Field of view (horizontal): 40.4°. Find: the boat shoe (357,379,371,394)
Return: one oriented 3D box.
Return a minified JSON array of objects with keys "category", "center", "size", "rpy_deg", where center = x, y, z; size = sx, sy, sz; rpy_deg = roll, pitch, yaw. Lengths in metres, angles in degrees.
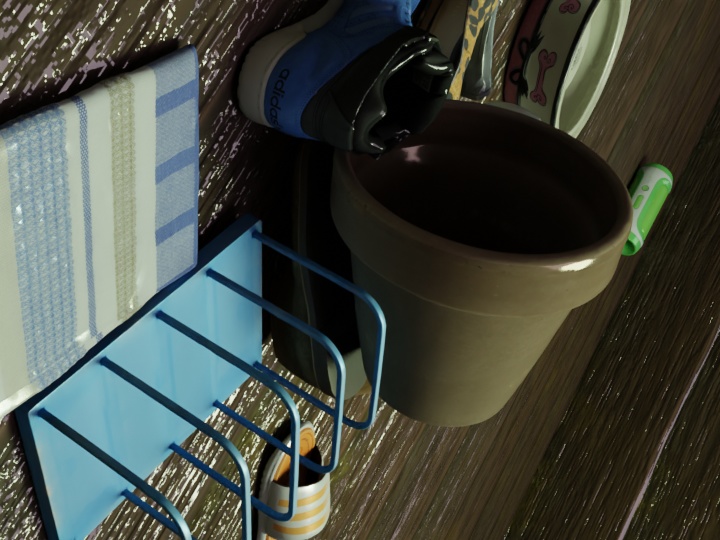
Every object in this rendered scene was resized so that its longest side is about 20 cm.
[{"category":"boat shoe","center":[0.000,0.000,0.787],"size":[0.072,0.070,0.204],"rpy_deg":[-108,-164,-65]}]

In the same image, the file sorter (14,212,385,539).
[{"category":"file sorter","center":[-0.086,0.092,0.603],"size":[0.200,0.121,0.141],"rpy_deg":[-44,152,-40]}]

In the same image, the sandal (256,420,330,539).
[{"category":"sandal","center":[-0.058,0.234,0.927],"size":[0.079,0.058,0.210],"rpy_deg":[-38,146,-51]}]

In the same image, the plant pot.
[{"category":"plant pot","center":[0.065,0.005,0.672],"size":[0.200,0.198,0.177],"rpy_deg":[-40,150,-48]}]

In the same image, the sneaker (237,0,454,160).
[{"category":"sneaker","center":[0.020,-0.141,0.631],"size":[0.200,0.110,0.078],"rpy_deg":[-47,153,-41]}]

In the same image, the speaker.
[{"category":"speaker","center":[0.601,-0.133,2.106],"size":[0.202,0.087,0.089],"rpy_deg":[-57,158,-22]}]

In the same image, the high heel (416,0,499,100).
[{"category":"high heel","center":[0.049,-0.177,0.747],"size":[0.200,0.070,0.145],"rpy_deg":[-41,138,-44]}]

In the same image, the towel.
[{"category":"towel","center":[-0.146,-0.018,0.486],"size":[0.200,0.023,0.149],"rpy_deg":[-44,148,-49]}]

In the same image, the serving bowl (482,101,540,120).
[{"category":"serving bowl","center":[0.069,-0.070,0.848],"size":[0.201,0.065,0.200],"rpy_deg":[-53,-179,1]}]

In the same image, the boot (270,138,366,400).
[{"category":"boot","center":[-0.040,-0.006,0.714],"size":[0.073,0.074,0.204],"rpy_deg":[-25,122,-45]}]

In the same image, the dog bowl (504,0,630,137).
[{"category":"dog bowl","center":[0.226,-0.241,1.082],"size":[0.201,0.073,0.202],"rpy_deg":[-51,156,-33]}]
